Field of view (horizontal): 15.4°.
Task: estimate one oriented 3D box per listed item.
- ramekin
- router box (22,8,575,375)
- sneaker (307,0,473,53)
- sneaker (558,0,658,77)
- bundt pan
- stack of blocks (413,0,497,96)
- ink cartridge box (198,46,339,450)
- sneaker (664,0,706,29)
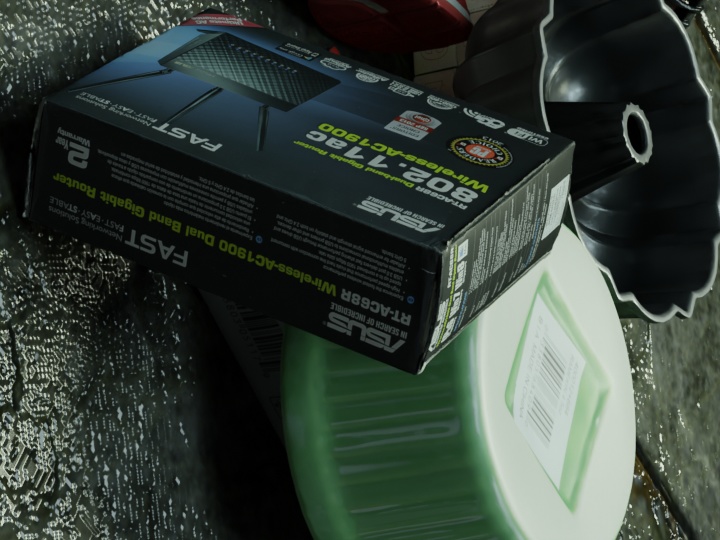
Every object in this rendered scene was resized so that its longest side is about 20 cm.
[{"bbox_3d":[0.054,0.064,1.276,0.200,0.097,0.201,23,63,-56],"label":"ramekin"},{"bbox_3d":[-0.025,-0.040,1.166,0.150,0.199,0.062,-40,145,-56],"label":"router box"},{"bbox_3d":[-0.004,-0.191,1.361,0.200,0.078,0.116,26,61,-55],"label":"sneaker"},{"bbox_3d":[0.138,-0.217,1.488,0.115,0.075,0.202,-61,146,-64],"label":"sneaker"},{"bbox_3d":[0.115,-0.065,1.402,0.201,0.075,0.203,24,60,-51],"label":"bundt pan"},{"bbox_3d":[0.081,-0.169,1.511,0.115,0.058,0.201,20,65,-55],"label":"stack of blocks"},{"bbox_3d":[0.000,0.000,1.343,0.163,0.057,0.200,63,40,-27],"label":"ink cartridge box"},{"bbox_3d":[0.162,-0.156,1.563,0.070,0.098,0.202,11,95,-24],"label":"sneaker"}]
